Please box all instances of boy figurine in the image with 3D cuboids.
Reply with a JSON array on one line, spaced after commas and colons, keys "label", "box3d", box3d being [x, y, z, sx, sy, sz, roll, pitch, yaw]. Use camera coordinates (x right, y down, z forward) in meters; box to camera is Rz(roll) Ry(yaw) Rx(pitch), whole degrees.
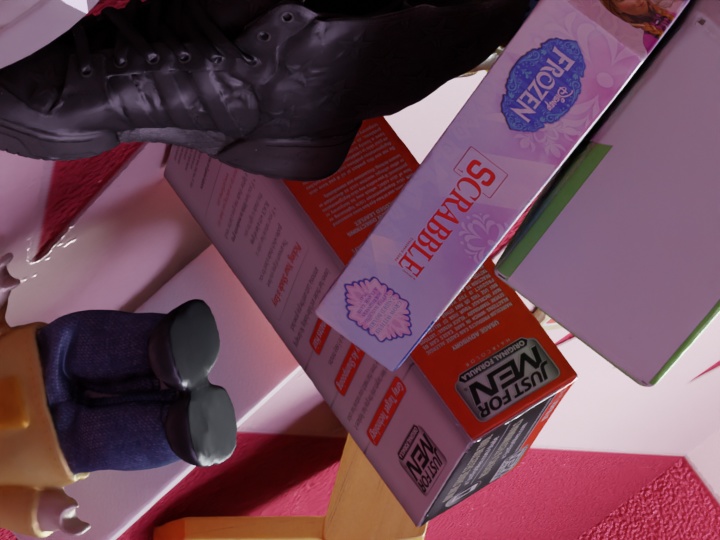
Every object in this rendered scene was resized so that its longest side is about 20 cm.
[{"label": "boy figurine", "box3d": [-0.156, 0.056, 1.144, 0.200, 0.125, 0.064, -8, -174, 18]}]

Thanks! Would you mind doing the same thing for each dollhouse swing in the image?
[{"label": "dollhouse swing", "box3d": [-0.035, 0.141, 1.814, 0.200, 0.176, 0.182, 94, 10, -70]}]

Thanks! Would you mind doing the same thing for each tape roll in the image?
[{"label": "tape roll", "box3d": [-0.092, 0.058, 1.264, 0.202, 0.071, 0.202, -43, 180, 0]}]

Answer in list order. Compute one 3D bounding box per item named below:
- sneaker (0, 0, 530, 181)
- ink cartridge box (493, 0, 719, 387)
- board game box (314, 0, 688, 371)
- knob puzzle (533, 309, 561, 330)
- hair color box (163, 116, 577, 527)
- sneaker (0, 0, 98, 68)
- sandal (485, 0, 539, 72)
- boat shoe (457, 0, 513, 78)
[{"label": "sneaker", "box3d": [-0.048, -0.087, 0.943, 0.200, 0.060, 0.104, 7, 137, -25]}, {"label": "ink cartridge box", "box3d": [0.149, -0.066, 1.089, 0.146, 0.084, 0.200, -54, 180, 32]}, {"label": "board game box", "box3d": [0.082, -0.083, 0.972, 0.200, 0.041, 0.200, -52, 179, -41]}, {"label": "knob puzzle", "box3d": [0.209, -0.008, 1.906, 0.220, 0.030, 0.220, -34, 165, -10]}, {"label": "hair color box", "box3d": [0.000, 0.000, 1.131, 0.061, 0.200, 0.102, -29, 164, -24]}, {"label": "sneaker", "box3d": [-0.095, -0.136, 0.807, 0.200, 0.073, 0.085, -37, 136, 27]}, {"label": "sandal", "box3d": [0.125, -0.158, 1.185, 0.200, 0.079, 0.087, -40, 163, -17]}, {"label": "boat shoe", "box3d": [0.000, -0.110, 1.063, 0.068, 0.072, 0.200, -36, 160, 22]}]
